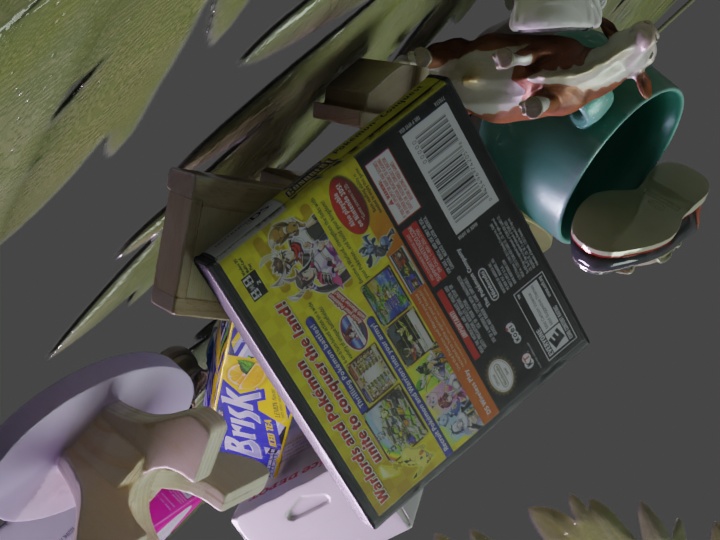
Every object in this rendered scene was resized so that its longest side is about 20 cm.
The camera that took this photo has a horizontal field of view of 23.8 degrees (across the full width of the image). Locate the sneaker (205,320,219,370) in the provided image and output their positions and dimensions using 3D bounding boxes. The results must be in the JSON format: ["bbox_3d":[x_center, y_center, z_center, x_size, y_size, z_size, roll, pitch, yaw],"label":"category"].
[{"bbox_3d":[-0.102,0.084,1.525,0.082,0.074,0.201,-55,163,-29],"label":"sneaker"}]

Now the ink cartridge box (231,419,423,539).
[{"bbox_3d":[-0.014,0.169,1.512,0.147,0.086,0.200,-29,-162,24],"label":"ink cartridge box"}]

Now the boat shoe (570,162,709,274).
[{"bbox_3d":[0.218,-0.030,1.357,0.200,0.071,0.063,-30,149,-53],"label":"boat shoe"}]

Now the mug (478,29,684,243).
[{"bbox_3d":[0.169,-0.126,1.352,0.152,0.114,0.186,-32,153,-35],"label":"mug"}]

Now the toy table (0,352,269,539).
[{"bbox_3d":[-0.167,0.149,1.237,0.199,0.117,0.185,-30,147,-40],"label":"toy table"}]

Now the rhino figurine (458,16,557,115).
[{"bbox_3d":[0.117,-0.170,1.417,0.200,0.060,0.088,-32,151,-58],"label":"rhino figurine"}]

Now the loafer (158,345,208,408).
[{"bbox_3d":[-0.170,0.115,1.429,0.076,0.068,0.200,-45,174,13],"label":"loafer"}]

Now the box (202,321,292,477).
[{"bbox_3d":[-0.086,0.083,1.401,0.065,0.069,0.201,-96,-165,-45],"label":"box"}]

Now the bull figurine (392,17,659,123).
[{"bbox_3d":[0.110,-0.138,1.205,0.199,0.066,0.121,-4,-173,35],"label":"bull figurine"}]

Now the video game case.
[{"bbox_3d":[0.024,0.019,1.000,0.180,0.201,0.025,-39,-154,-16],"label":"video game case"}]

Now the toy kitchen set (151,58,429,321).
[{"bbox_3d":[-0.056,-0.062,1.071,0.200,0.179,0.165,20,-79,61],"label":"toy kitchen set"}]

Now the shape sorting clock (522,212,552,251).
[{"bbox_3d":[0.066,-0.045,1.459,0.200,0.198,0.040,108,-3,-77],"label":"shape sorting clock"}]

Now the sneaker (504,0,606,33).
[{"bbox_3d":[0.137,-0.217,1.205,0.074,0.082,0.200,-4,-166,4],"label":"sneaker"}]

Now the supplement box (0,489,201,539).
[{"bbox_3d":[-0.234,0.223,1.592,0.101,0.103,0.200,-46,172,16],"label":"supplement box"}]

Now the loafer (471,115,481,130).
[{"bbox_3d":[0.129,-0.144,1.625,0.063,0.072,0.200,-30,-167,30],"label":"loafer"}]
